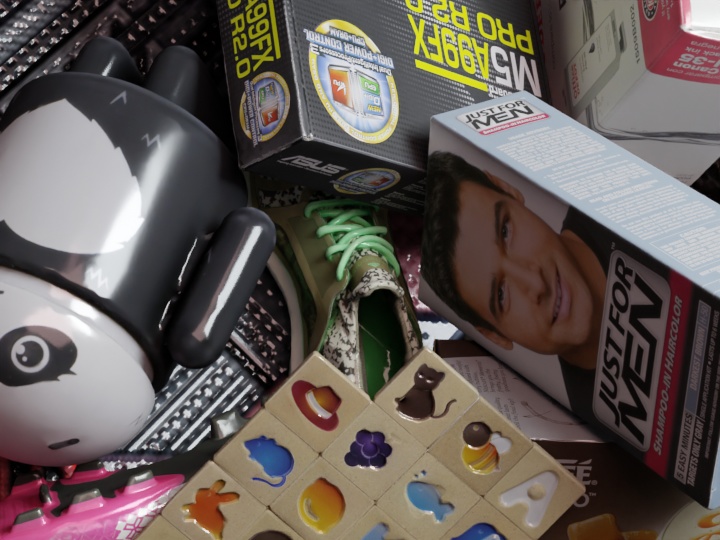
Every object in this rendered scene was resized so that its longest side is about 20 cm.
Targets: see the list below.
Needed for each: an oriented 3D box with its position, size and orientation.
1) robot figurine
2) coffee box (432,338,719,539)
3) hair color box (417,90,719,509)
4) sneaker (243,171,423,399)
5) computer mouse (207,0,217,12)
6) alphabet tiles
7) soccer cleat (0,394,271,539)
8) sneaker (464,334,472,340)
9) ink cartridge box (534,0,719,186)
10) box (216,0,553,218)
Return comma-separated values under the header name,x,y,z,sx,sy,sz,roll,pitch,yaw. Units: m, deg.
name,x,y,z,sx,sy,sz,roll,pitch,yaw
robot figurine,-0.127,-0.010,1.011,0.125,0.150,0.201,34,62,-20
coffee box,0.129,0.100,1.031,0.199,0.115,0.080,3,33,-3
hair color box,0.110,0.008,0.975,0.060,0.099,0.200,-17,36,-32
sneaker,0.000,0.000,1.066,0.077,0.089,0.201,-10,82,-25
computer mouse,-0.035,-0.143,1.134,0.138,0.053,0.200,-38,86,-28
alphabet tiles,-0.004,0.133,0.979,0.166,0.006,0.200,41,102,-15
soccer cleat,-0.092,0.124,1.009,0.199,0.070,0.087,-17,105,-15
sneaker,0.136,0.054,1.128,0.199,0.077,0.082,-6,105,-28
ink cartridge box,0.154,-0.138,1.119,0.082,0.200,0.147,3,70,-15
box,0.015,-0.110,1.069,0.200,0.044,0.161,14,61,-47
